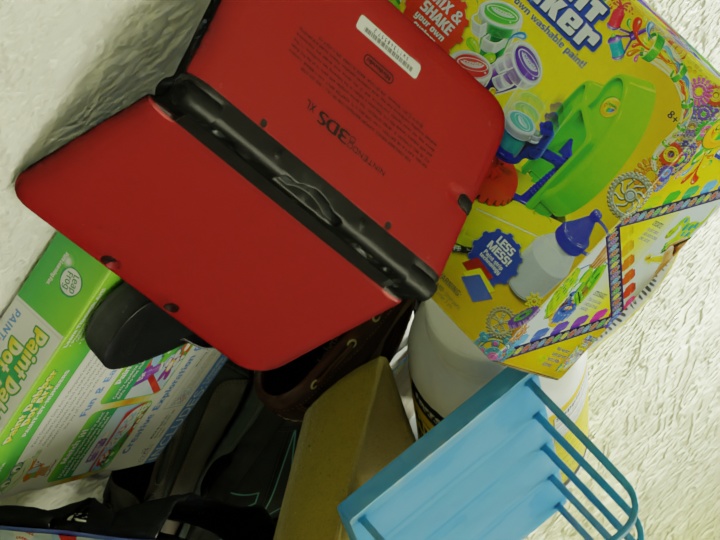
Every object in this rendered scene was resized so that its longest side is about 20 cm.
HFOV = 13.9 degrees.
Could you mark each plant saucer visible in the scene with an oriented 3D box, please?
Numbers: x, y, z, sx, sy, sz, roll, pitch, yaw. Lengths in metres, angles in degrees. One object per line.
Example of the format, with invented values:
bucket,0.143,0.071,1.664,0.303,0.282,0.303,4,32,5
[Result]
plant saucer,-0.015,0.175,1.766,0.200,0.048,0.201,71,31,-63

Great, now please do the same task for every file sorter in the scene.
file sorter,0.090,0.172,1.717,0.139,0.123,0.200,-39,153,-11

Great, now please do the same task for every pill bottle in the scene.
pill bottle,0.085,0.063,1.810,0.111,0.111,0.200,-38,155,-15

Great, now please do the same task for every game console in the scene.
game console,-0.048,-0.063,1.531,0.200,0.118,0.173,38,67,-36

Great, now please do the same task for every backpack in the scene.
backpack,-0.154,0.201,1.694,0.199,0.155,0.191,-2,161,10

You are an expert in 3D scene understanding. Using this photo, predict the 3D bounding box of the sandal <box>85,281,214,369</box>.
sandal,-0.069,0.018,1.637,0.200,0.043,0.076,-24,152,-42

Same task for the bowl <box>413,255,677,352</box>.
bowl,0.104,-0.011,1.937,0.200,0.094,0.201,-27,154,-15

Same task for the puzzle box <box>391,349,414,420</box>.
puzzle box,-0.019,0.129,1.992,0.200,0.025,0.133,-47,-176,31

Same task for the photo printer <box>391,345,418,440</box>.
photo printer,0.073,0.102,2.154,0.166,0.069,0.200,-35,159,-25

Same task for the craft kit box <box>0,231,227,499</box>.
craft kit box,-0.138,0.042,1.674,0.200,0.049,0.197,-54,160,25

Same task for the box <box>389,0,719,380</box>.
box,0.090,-0.081,1.638,0.193,0.200,0.122,-48,159,10

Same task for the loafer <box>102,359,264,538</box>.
loafer,-0.129,0.118,1.830,0.063,0.072,0.201,17,116,-35

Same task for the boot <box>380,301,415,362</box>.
boot,-0.019,0.054,1.922,0.200,0.075,0.097,-56,179,19

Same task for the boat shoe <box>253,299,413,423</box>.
boat shoe,0.000,0.000,1.768,0.201,0.070,0.070,-65,153,-3

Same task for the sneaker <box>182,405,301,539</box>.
sneaker,-0.061,0.139,1.864,0.200,0.079,0.076,-57,-170,27
